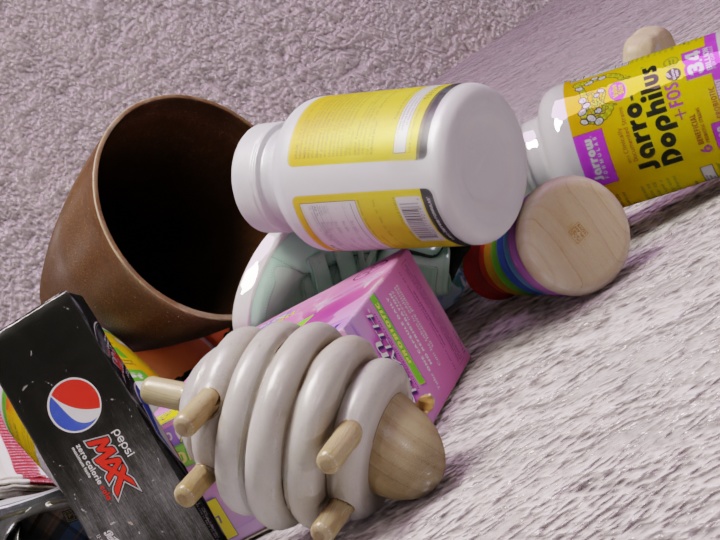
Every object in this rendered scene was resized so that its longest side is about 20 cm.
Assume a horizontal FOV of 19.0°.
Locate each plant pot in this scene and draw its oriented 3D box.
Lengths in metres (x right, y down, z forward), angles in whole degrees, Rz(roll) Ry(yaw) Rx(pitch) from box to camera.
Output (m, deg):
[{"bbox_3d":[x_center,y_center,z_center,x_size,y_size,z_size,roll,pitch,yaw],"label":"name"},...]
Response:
[{"bbox_3d":[-0.172,-0.012,1.706,0.187,0.187,0.200,-37,2,-42],"label":"plant pot"}]

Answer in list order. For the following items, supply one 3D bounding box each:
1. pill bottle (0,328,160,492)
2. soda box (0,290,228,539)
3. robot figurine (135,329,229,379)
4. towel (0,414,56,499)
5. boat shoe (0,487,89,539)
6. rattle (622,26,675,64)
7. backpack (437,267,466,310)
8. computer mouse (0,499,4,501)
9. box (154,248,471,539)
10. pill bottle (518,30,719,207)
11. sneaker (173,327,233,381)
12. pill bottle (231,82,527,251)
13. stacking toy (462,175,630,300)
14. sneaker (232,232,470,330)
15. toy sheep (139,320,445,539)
[{"bbox_3d":[-0.182,0.121,1.584,0.111,0.111,0.200,-33,32,-16],"label":"pill bottle"},{"bbox_3d":[-0.154,0.114,1.331,0.071,0.201,0.063,-31,-3,-1],"label":"soda box"},{"bbox_3d":[-0.139,0.081,1.845,0.200,0.143,0.117,-42,-26,-55],"label":"robot figurine"},{"bbox_3d":[-0.290,0.143,1.756,0.199,0.023,0.144,2,23,-24],"label":"towel"},{"bbox_3d":[-0.259,0.209,1.666,0.199,0.069,0.057,-26,9,19],"label":"boat shoe"},{"bbox_3d":[0.290,-0.139,1.784,0.142,0.131,0.200,-17,-15,20],"label":"rattle"},{"bbox_3d":[0.011,-0.003,1.782,0.163,0.154,0.200,-29,-13,-9],"label":"backpack"},{"bbox_3d":[-0.263,0.180,1.817,0.044,0.110,0.200,-22,19,11],"label":"computer mouse"},{"bbox_3d":[-0.038,0.087,1.467,0.175,0.097,0.200,-28,8,20],"label":"box"},{"bbox_3d":[0.203,-0.103,1.615,0.199,0.105,0.104,-18,10,14],"label":"pill bottle"},{"bbox_3d":[-0.097,0.110,1.707,0.078,0.085,0.200,30,65,33],"label":"sneaker"},{"bbox_3d":[0.009,-0.071,1.520,0.199,0.112,0.112,-1,25,37],"label":"pill bottle"},{"bbox_3d":[0.123,-0.015,1.591,0.085,0.086,0.200,-33,4,-17],"label":"stacking toy"},{"bbox_3d":[0.000,0.000,1.603,0.118,0.074,0.200,25,54,33],"label":"sneaker"},{"bbox_3d":[-0.043,0.092,1.277,0.199,0.138,0.138,17,27,17],"label":"toy sheep"}]
